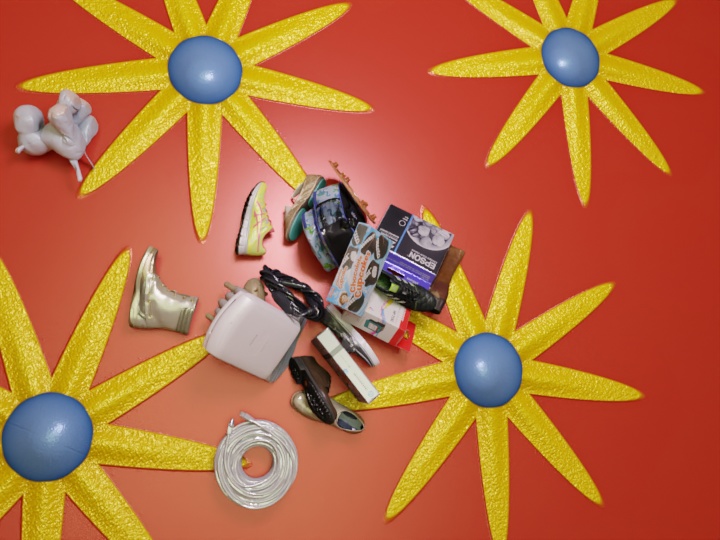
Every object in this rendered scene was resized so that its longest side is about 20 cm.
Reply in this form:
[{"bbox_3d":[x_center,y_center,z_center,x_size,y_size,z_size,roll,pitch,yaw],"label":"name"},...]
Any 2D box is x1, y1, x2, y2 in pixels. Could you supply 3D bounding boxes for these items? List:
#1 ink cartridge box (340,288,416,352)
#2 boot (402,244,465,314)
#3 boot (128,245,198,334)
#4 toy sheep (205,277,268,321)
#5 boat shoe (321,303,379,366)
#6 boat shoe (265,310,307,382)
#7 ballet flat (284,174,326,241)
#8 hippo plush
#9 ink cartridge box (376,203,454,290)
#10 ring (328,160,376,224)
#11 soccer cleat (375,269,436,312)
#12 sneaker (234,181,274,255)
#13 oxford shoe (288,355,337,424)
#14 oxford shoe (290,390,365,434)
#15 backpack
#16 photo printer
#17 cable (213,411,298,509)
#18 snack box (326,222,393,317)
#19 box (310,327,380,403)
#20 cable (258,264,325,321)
[{"bbox_3d":[0.061,0.112,1.607,0.199,0.067,0.117,27,39,-5],"label":"ink cartridge box"},{"bbox_3d":[0.169,-0.010,1.682,0.187,0.069,0.201,22,71,2],"label":"boot"},{"bbox_3d":[-0.472,0.050,1.535,0.153,0.072,0.202,10,82,-9],"label":"boot"},{"bbox_3d":[-0.297,0.110,1.533,0.137,0.138,0.201,28,88,-5],"label":"toy sheep"},{"bbox_3d":[-0.035,0.178,1.602,0.066,0.070,0.200,-40,88,-8],"label":"boat shoe"},{"bbox_3d":[-0.200,0.180,1.575,0.066,0.074,0.201,22,75,22],"label":"boat shoe"},{"bbox_3d":[-0.160,-0.169,1.654,0.065,0.071,0.201,22,71,22],"label":"ballet flat"},{"bbox_3d":[-0.751,-0.341,1.540,0.159,0.160,0.202,0,121,6],"label":"hippo plush"},{"bbox_3d":[0.123,-0.056,1.655,0.197,0.043,0.201,26,61,3],"label":"ink cartridge box"},{"bbox_3d":[-0.017,-0.205,1.615,0.019,0.200,0.201,-35,87,5],"label":"ring"},{"bbox_3d":[0.099,0.051,1.577,0.199,0.081,0.068,27,96,3],"label":"soccer cleat"},{"bbox_3d":[-0.262,-0.129,1.618,0.089,0.078,0.202,14,82,-17],"label":"sneaker"},{"bbox_3d":[-0.097,0.283,1.533,0.084,0.073,0.201,-8,50,-33],"label":"oxford shoe"},{"bbox_3d":[-0.077,0.348,1.555,0.198,0.074,0.071,21,76,-7],"label":"oxford shoe"},{"bbox_3d":[-0.064,-0.112,1.584,0.146,0.184,0.201,-19,47,11],"label":"backpack"},{"bbox_3d":[-0.255,0.147,1.450,0.200,0.069,0.167,37,88,-43],"label":"photo printer"},{"bbox_3d":[-0.250,0.460,1.501,0.198,0.069,0.202,24,76,-7],"label":"cable"},{"bbox_3d":[0.000,0.000,1.488,0.037,0.116,0.202,19,83,38],"label":"snack box"},{"bbox_3d":[-0.041,0.235,1.543,0.041,0.156,0.200,-39,89,-13],"label":"box"},{"bbox_3d":[-0.168,0.048,1.555,0.200,0.163,0.051,41,109,22],"label":"cable"}]
